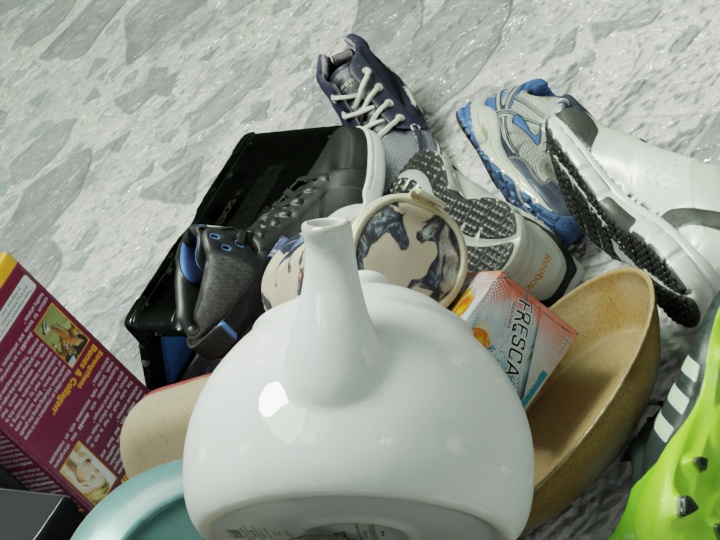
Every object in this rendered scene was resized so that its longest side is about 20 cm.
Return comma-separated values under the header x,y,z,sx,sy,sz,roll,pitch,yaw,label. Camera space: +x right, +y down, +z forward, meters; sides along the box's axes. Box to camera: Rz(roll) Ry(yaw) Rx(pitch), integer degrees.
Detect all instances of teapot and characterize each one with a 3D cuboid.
x,y,z,sx,sy,sz,roll,pitch,yaw,label
0.001,0.072,1.072,0.200,0.197,0.146,-28,53,49,teapot

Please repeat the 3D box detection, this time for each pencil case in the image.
x,y,z,sx,sy,sz,roll,pitch,yaw,label
0.000,0.000,1.254,0.200,0.078,0.090,162,120,-71,pencil case

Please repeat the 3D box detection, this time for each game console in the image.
x,y,z,sx,sy,sz,roll,pitch,yaw,label
-0.081,0.001,1.534,0.176,0.116,0.200,-2,47,41,game console

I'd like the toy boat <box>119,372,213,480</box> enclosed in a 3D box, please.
x,y,z,sx,sy,sz,roll,pitch,yaw,label
-0.051,0.115,1.329,0.200,0.131,0.131,-17,7,40,toy boat

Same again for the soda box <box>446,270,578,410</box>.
x,y,z,sx,sy,sz,roll,pitch,yaw,label
0.059,0.045,1.246,0.068,0.064,0.200,-53,11,-10,soda box

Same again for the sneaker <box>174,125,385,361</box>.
x,y,z,sx,sy,sz,roll,pitch,yaw,label
-0.060,-0.028,1.381,0.073,0.112,0.200,-12,54,58,sneaker

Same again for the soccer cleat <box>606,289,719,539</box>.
x,y,z,sx,sy,sz,roll,pitch,yaw,label
0.186,0.078,1.109,0.081,0.068,0.200,-27,29,53,soccer cleat

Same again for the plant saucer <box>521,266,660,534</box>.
x,y,z,sx,sy,sz,roll,pitch,yaw,label
0.112,0.086,1.180,0.200,0.035,0.200,-47,13,15,plant saucer

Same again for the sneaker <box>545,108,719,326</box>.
x,y,z,sx,sy,sz,roll,pitch,yaw,label
0.183,-0.043,1.250,0.080,0.074,0.200,-30,44,-8,sneaker

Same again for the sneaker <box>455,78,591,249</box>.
x,y,z,sx,sy,sz,roll,pitch,yaw,label
0.128,-0.084,1.407,0.085,0.077,0.200,-31,31,4,sneaker

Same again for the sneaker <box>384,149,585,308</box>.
x,y,z,sx,sy,sz,roll,pitch,yaw,label
0.075,-0.020,1.343,0.074,0.080,0.200,-59,30,7,sneaker

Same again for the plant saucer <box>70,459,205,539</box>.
x,y,z,sx,sy,sz,roll,pitch,yaw,label
-0.073,0.199,1.123,0.200,0.200,0.027,-57,7,-26,plant saucer

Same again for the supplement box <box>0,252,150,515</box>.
x,y,z,sx,sy,sz,roll,pitch,yaw,label
-0.241,0.097,1.486,0.086,0.200,0.110,-13,38,45,supplement box

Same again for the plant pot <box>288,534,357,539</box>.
x,y,z,sx,sy,sz,roll,pitch,yaw,label
-0.021,0.260,1.006,0.174,0.200,0.200,-50,23,24,plant pot

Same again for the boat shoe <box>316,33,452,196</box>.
x,y,z,sx,sy,sz,roll,pitch,yaw,label
0.010,-0.112,1.577,0.075,0.093,0.200,-37,27,9,boat shoe

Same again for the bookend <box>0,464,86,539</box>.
x,y,z,sx,sy,sz,roll,pitch,yaw,label
-0.137,0.205,1.196,0.199,0.200,0.092,-4,46,52,bookend
